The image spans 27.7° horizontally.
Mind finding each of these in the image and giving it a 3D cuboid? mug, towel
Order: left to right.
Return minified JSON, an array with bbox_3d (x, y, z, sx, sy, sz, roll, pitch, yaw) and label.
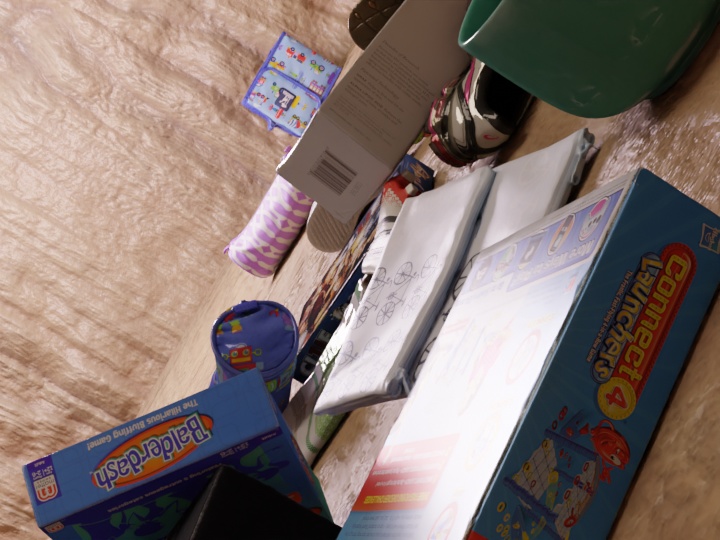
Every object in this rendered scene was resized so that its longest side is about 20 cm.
[{"bbox_3d":[-0.039,0.112,1.247,0.201,0.031,0.149,-58,8,17],"label":"towel"},{"bbox_3d":[0.152,-0.179,0.846,0.186,0.114,0.152,-58,8,6],"label":"mug"}]

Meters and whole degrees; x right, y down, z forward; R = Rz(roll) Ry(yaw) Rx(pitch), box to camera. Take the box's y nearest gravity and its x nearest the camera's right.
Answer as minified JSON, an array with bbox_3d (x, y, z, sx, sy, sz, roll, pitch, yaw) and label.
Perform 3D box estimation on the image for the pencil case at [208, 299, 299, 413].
[{"bbox_3d":[-0.101,0.097,1.322,0.077,0.087,0.200,-17,-24,-17],"label":"pencil case"}]

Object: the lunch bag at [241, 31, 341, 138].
[{"bbox_3d":[-0.154,-0.374,3.085,0.201,0.150,0.094,-64,10,-27],"label":"lunch bag"}]

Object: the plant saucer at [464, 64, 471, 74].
[{"bbox_3d":[0.125,-0.207,1.332,0.202,0.038,0.201,-58,10,16],"label":"plant saucer"}]

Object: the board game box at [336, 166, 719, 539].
[{"bbox_3d":[0.071,0.069,0.683,0.197,0.056,0.200,-63,9,-15],"label":"board game box"}]

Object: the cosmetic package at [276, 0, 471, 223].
[{"bbox_3d":[0.025,-0.150,1.237,0.201,0.081,0.113,-56,5,-33],"label":"cosmetic package"}]

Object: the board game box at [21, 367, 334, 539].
[{"bbox_3d":[-0.106,0.146,0.924,0.151,0.045,0.200,-23,-28,-2],"label":"board game box"}]

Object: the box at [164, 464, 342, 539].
[{"bbox_3d":[-0.098,0.256,0.837,0.200,0.117,0.197,-53,11,42],"label":"box"}]

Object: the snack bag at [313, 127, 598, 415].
[{"bbox_3d":[0.057,0.005,0.948,0.199,0.021,0.190,-18,41,56],"label":"snack bag"}]

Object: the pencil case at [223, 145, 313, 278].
[{"bbox_3d":[-0.122,-0.085,2.182,0.201,0.085,0.084,-58,10,19],"label":"pencil case"}]

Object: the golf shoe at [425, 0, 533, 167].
[{"bbox_3d":[0.123,-0.177,1.176,0.092,0.072,0.202,-17,49,56],"label":"golf shoe"}]

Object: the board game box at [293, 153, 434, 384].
[{"bbox_3d":[0.000,0.000,1.376,0.201,0.034,0.136,-56,9,25],"label":"board game box"}]

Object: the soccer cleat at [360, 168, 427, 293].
[{"bbox_3d":[0.034,-0.017,1.143,0.085,0.068,0.200,-49,16,15],"label":"soccer cleat"}]

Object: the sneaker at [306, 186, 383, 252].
[{"bbox_3d":[0.001,-0.123,1.660,0.201,0.072,0.115,-52,9,43],"label":"sneaker"}]

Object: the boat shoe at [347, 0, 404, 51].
[{"bbox_3d":[0.080,-0.265,1.345,0.199,0.072,0.068,-31,12,12],"label":"boat shoe"}]

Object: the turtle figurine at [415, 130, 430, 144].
[{"bbox_3d":[0.070,-0.185,1.430,0.162,0.064,0.201,-56,-18,-49],"label":"turtle figurine"}]
